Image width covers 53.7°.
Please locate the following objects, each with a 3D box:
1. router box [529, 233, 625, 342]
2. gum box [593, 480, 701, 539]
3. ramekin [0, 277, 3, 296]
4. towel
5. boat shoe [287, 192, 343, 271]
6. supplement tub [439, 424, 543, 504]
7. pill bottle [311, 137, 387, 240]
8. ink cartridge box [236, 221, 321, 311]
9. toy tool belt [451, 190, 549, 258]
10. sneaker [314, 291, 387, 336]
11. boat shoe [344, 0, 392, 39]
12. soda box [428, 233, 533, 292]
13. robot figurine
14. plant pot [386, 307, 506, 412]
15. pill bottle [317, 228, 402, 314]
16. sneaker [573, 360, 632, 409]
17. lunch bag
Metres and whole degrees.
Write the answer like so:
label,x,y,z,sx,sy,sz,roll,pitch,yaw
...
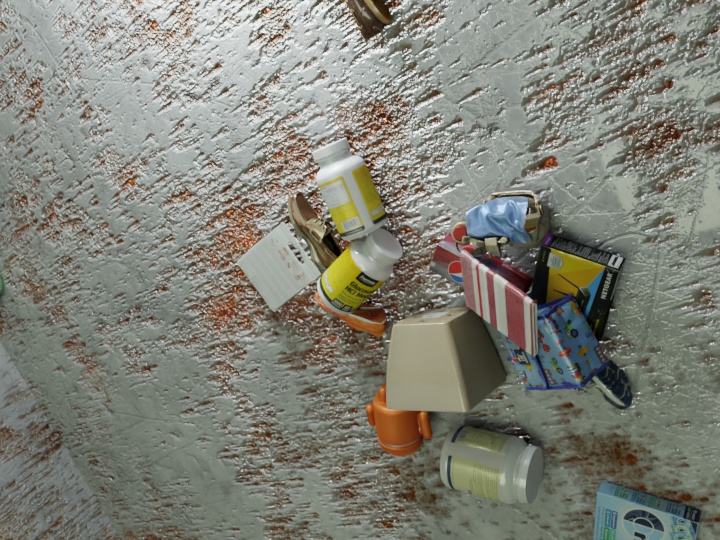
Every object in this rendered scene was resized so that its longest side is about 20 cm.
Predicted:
label,x,y,z,sx,sy,sz,roll,pitch,yaw
router box,0.404,0.042,1.355,0.149,0.051,0.201,21,133,24
gum box,0.601,0.553,1.506,0.199,0.045,0.171,11,118,29
ramekin,-1.371,0.038,2.535,0.199,0.098,0.201,15,121,28
towel,0.263,0.059,1.343,0.200,0.023,0.144,41,155,44
boat shoe,-0.097,-0.095,1.633,0.072,0.076,0.201,-17,112,34
supplement tub,0.293,0.434,1.588,0.199,0.145,0.146,6,116,31
pill bottle,-0.027,-0.174,1.514,0.112,0.112,0.201,-15,104,38
ink cartridge box,-0.195,-0.012,1.759,0.200,0.047,0.160,-36,90,35
toy tool belt,0.252,-0.086,1.343,0.199,0.123,0.126,-9,88,27
sneaker,-0.029,0.102,1.686,0.199,0.073,0.077,27,140,26
boat shoe,-0.022,-0.538,1.351,0.070,0.070,0.201,-28,96,36
soda box,0.244,0.006,1.454,0.199,0.063,0.070,30,129,17
robot figurine,0.090,0.358,1.705,0.143,0.117,0.201,-10,112,-5
plant pot,0.170,0.181,1.520,0.199,0.200,0.178,-6,99,36
pill bottle,0.000,0.000,1.579,0.113,0.112,0.200,47,124,4
sneaker,0.449,0.207,1.421,0.200,0.077,0.085,43,135,20
lunch bag,0.353,0.150,1.381,0.151,0.094,0.200,62,150,0
